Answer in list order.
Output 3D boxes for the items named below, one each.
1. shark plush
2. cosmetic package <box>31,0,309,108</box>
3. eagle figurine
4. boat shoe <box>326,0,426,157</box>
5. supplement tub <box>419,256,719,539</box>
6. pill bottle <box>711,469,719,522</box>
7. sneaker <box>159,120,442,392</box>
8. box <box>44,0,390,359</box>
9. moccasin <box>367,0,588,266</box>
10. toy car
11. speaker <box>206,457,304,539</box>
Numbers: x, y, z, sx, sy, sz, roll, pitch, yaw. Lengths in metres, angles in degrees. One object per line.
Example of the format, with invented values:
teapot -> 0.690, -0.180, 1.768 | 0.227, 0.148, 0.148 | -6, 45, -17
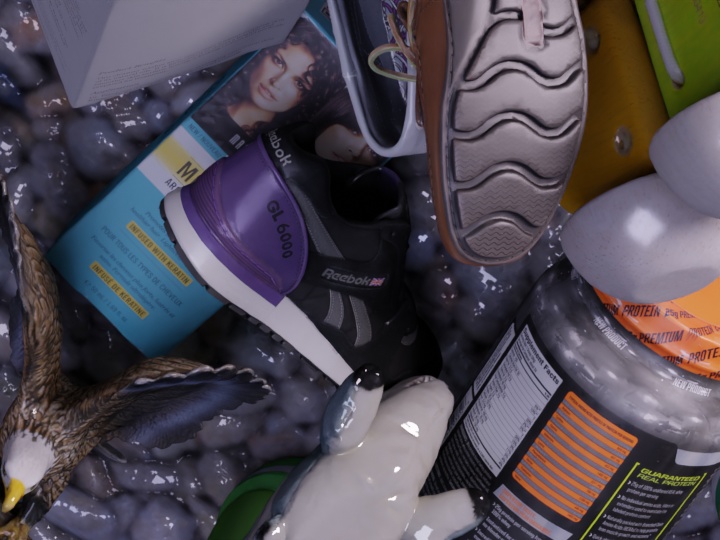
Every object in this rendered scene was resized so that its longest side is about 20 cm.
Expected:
shark plush -> -0.023, 0.129, 1.030 | 0.091, 0.083, 0.200 | 37, 84, -16
cosmetic package -> -0.072, -0.145, 0.925 | 0.112, 0.200, 0.082 | -19, 81, -19
eagle figurine -> -0.146, 0.061, 1.098 | 0.151, 0.151, 0.200 | 12, 125, -36
boat shoe -> 0.007, -0.147, 0.977 | 0.072, 0.068, 0.201 | 7, 112, 41
supplement tub -> 0.108, 0.078, 1.071 | 0.122, 0.123, 0.200 | 31, 119, -2
pill bottle -> 0.237, 0.153, 1.017 | 0.112, 0.201, 0.113 | -5, 130, -6
sneaker -> 0.000, 0.000, 1.050 | 0.087, 0.076, 0.200 | -36, 142, 14
box -> -0.059, -0.046, 1.096 | 0.082, 0.049, 0.200 | 44, 119, -9
moccasin -> 0.047, -0.103, 0.926 | 0.073, 0.078, 0.203 | -8, 91, -22
toy car -> 0.158, -0.092, 0.957 | 0.149, 0.176, 0.200 | -4, 158, -24
speaker -> -0.054, 0.176, 1.118 | 0.088, 0.200, 0.089 | 6, 117, 12
